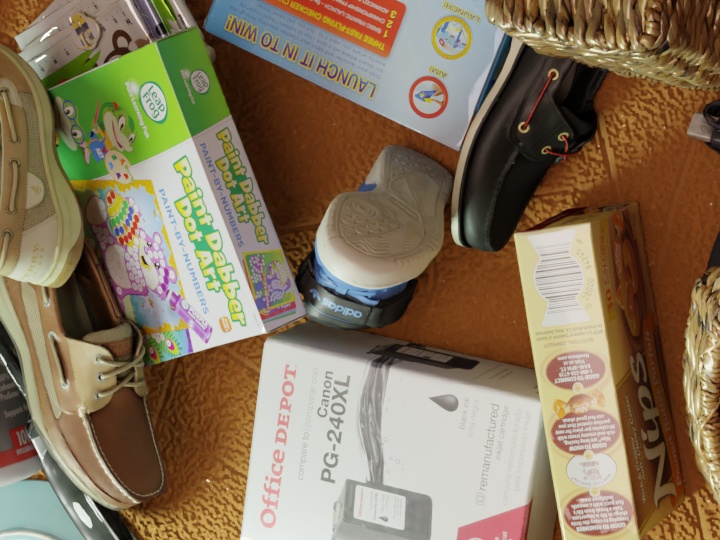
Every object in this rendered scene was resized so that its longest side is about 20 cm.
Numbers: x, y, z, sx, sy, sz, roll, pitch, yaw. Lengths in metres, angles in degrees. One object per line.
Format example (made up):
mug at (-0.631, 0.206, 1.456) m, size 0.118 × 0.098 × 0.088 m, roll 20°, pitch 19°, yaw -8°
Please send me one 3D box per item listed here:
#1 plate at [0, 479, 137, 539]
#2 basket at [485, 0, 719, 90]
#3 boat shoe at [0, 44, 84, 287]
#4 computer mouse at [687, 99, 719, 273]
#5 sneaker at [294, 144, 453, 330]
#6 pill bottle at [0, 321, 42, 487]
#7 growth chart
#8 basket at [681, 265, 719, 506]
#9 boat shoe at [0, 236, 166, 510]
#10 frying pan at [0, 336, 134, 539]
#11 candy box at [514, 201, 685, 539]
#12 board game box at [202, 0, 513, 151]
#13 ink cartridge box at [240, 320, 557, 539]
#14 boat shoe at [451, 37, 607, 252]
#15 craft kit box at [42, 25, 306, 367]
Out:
plate at (-0.233, 0.250, 1.883) m, size 0.199 × 0.026 × 0.202 m, roll 3°, pitch 98°, yaw 21°
basket at (0.164, -0.221, 1.584) m, size 0.142 × 0.149 × 0.201 m, roll 12°, pitch 91°, yaw 32°
boat shoe at (-0.239, -0.074, 1.717) m, size 0.073 × 0.063 × 0.201 m, roll -50°, pitch 48°, yaw 36°
computer mouse at (0.253, 0.001, 1.641) m, size 0.138 × 0.053 × 0.201 m, roll 16°, pitch 103°, yaw 18°
sneaker at (0.001, 0.001, 1.664) m, size 0.076 × 0.200 × 0.112 m, roll 26°, pitch 112°, yaw -1°
pill bottle at (-0.296, 0.056, 1.830) m, size 0.115 × 0.116 × 0.201 m, roll -13°, pitch 93°, yaw 22°
growth chart at (-0.174, -0.136, 1.784) m, size 0.200 × 0.018 × 0.145 m, roll -42°, pitch 78°, yaw 38°
basket at (0.275, 0.094, 1.555) m, size 0.142 × 0.149 × 0.201 m, roll -15°, pitch 107°, yaw -5°
boat shoe at (-0.181, 0.060, 1.737) m, size 0.074 × 0.075 × 0.201 m, roll -28°, pitch 87°, yaw 42°
frying pan at (-0.200, 0.134, 1.777) m, size 0.031 × 0.190 × 0.115 m, roll -33°, pitch 46°, yaw -2°
candy box at (0.152, 0.064, 1.655) m, size 0.055 × 0.115 × 0.201 m, roll -7°, pitch 95°, yaw 23°
board game box at (0.023, -0.208, 1.699) m, size 0.199 × 0.056 × 0.197 m, roll 27°, pitch 107°, yaw 16°
ink cartridge box at (0.029, 0.126, 1.730) m, size 0.199 × 0.083 × 0.146 m, roll 12°, pitch 102°, yaw 19°
boat shoe at (0.116, -0.100, 1.668) m, size 0.063 × 0.074 × 0.202 m, roll 29°, pitch 103°, yaw 23°
craft kit box at (-0.143, -0.039, 1.738) m, size 0.197 × 0.048 × 0.201 m, roll -18°, pitch 95°, yaw 45°
